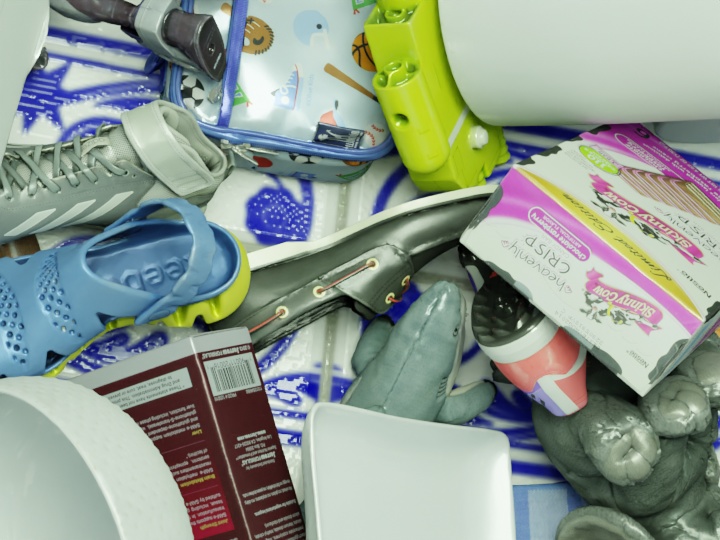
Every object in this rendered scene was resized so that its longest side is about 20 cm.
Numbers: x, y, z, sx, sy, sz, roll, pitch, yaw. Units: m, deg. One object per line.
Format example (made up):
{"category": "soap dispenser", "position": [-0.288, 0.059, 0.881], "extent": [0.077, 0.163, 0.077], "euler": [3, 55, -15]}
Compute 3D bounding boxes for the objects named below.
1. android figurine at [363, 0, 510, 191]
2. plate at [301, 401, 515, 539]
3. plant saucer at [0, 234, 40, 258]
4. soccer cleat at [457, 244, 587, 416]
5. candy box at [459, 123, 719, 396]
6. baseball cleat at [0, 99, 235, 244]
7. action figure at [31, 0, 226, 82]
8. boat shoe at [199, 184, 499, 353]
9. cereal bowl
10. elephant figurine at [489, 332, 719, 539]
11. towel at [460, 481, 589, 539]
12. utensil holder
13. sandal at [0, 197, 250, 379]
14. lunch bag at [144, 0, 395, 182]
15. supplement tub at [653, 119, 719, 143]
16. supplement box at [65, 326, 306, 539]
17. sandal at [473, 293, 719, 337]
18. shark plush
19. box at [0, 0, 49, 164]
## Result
{"category": "android figurine", "position": [0.054, -0.132, 1.064], "extent": [0.182, 0.041, 0.200], "euler": [-61, 141, -45]}
{"category": "plate", "position": [0.027, 0.184, 0.990], "extent": [0.200, 0.032, 0.200], "euler": [15, 68, -52]}
{"category": "plant saucer", "position": [-0.277, 0.011, 0.986], "extent": [0.200, 0.034, 0.200], "euler": [3, 79, -19]}
{"category": "soccer cleat", "position": [0.105, 0.013, 1.057], "extent": [0.068, 0.200, 0.073], "euler": [-28, 114, 16]}
{"category": "candy box", "position": [0.161, -0.017, 1.010], "extent": [0.136, 0.061, 0.200], "euler": [41, 28, 12]}
{"category": "baseball cleat", "position": [-0.164, -0.062, 0.979], "extent": [0.200, 0.106, 0.070], "euler": [-2, 58, -42]}
{"category": "action figure", "position": [-0.172, -0.172, 1.015], "extent": [0.200, 0.069, 0.130], "euler": [16, 85, 17]}
{"category": "boat shoe", "position": [0.000, 0.000, 1.047], "extent": [0.201, 0.074, 0.063], "euler": [-20, 81, -4]}
{"category": "cereal bowl", "position": [-0.156, 0.149, 0.926], "extent": [0.083, 0.200, 0.200], "euler": [-13, 83, -47]}
{"category": "elephant figurine", "position": [0.185, 0.146, 1.061], "extent": [0.141, 0.155, 0.200], "euler": [-18, 115, -3]}
{"category": "towel", "position": [0.087, 0.232, 1.071], "extent": [0.147, 0.024, 0.200], "euler": [0, 79, -19]}
{"category": "utensil holder", "position": [0.166, -0.168, 1.021], "extent": [0.170, 0.200, 0.170], "euler": [8, 82, -63]}
{"category": "sandal", "position": [-0.155, 0.008, 0.956], "extent": [0.200, 0.087, 0.080], "euler": [-23, 74, -16]}
{"category": "lunch bag", "position": [-0.047, -0.154, 1.074], "extent": [0.160, 0.076, 0.200], "euler": [11, 75, -14]}
{"category": "supplement tub", "position": [0.247, -0.196, 1.150], "extent": [0.132, 0.132, 0.200], "euler": [-3, 81, -19]}
{"category": "supplement box", "position": [-0.092, 0.143, 0.978], "extent": [0.061, 0.109, 0.200], "euler": [-7, 80, -60]}
{"category": "sandal", "position": [0.175, 0.034, 1.119], "extent": [0.207, 0.059, 0.079], "euler": [14, 75, -15]}
{"category": "shark plush", "position": [-0.004, 0.093, 1.036], "extent": [0.200, 0.083, 0.091], "euler": [-43, 78, -9]}
{"category": "box", "position": [-0.282, -0.152, 0.910], "extent": [0.200, 0.131, 0.199], "euler": [4, 71, 25]}
